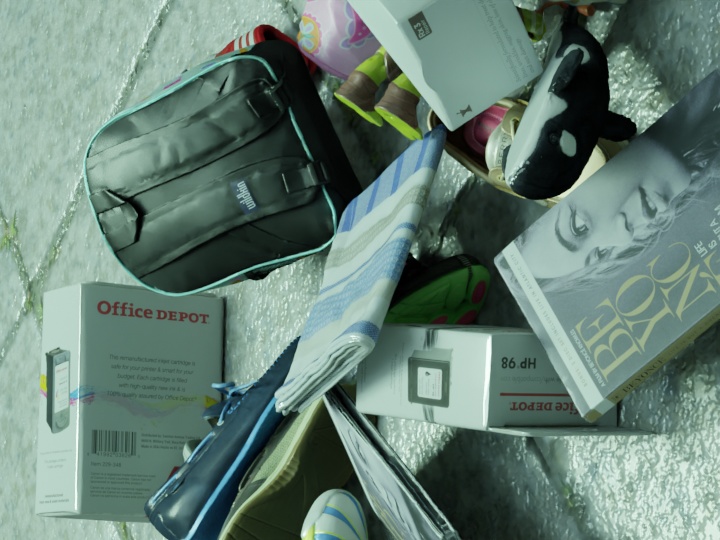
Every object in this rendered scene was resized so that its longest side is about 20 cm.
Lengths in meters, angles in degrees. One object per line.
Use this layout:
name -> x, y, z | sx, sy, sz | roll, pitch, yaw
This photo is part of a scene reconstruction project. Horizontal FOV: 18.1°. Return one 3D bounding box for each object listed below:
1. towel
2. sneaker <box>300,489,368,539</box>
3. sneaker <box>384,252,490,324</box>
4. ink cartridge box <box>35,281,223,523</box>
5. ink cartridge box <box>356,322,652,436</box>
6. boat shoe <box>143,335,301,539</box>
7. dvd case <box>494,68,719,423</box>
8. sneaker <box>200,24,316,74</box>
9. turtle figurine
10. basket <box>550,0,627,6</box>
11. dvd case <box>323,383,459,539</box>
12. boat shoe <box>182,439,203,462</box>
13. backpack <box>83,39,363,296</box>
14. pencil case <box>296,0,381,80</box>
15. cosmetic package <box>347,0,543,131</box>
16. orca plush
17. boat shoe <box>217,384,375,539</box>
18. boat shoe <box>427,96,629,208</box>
towel -> 0.000, 0.000, 1.634 | 0.147, 0.024, 0.200 | -42, 24, 55
sneaker -> 0.010, 0.265, 1.725 | 0.105, 0.076, 0.201 | -8, 78, 37
sneaker -> 0.022, 0.017, 1.724 | 0.200, 0.077, 0.084 | -22, 71, 52
ink cartridge box -> -0.201, 0.118, 1.978 | 0.086, 0.147, 0.201 | -14, 73, 53
ink cartridge box -> 0.099, 0.073, 1.562 | 0.200, 0.116, 0.067 | 3, 91, 56
boat shoe -> -0.104, 0.128, 1.822 | 0.069, 0.084, 0.200 | 30, 72, 26
dvd case -> 0.190, -0.017, 1.466 | 0.200, 0.016, 0.149 | -42, 49, 18
sneaker -> -0.088, -0.119, 1.911 | 0.115, 0.078, 0.201 | -38, 56, 49
turtle figurine -> 0.060, -0.176, 1.639 | 0.200, 0.064, 0.161 | 26, 80, 36
basket -> 0.131, -0.292, 1.553 | 0.200, 0.139, 0.177 | 53, 128, 35
dvd case -> 0.035, 0.179, 1.641 | 0.200, 0.016, 0.149 | 50, 167, 48
boat shoe -> -0.096, 0.214, 1.875 | 0.202, 0.074, 0.065 | 48, 119, 40
backpack -> -0.111, -0.076, 1.808 | 0.200, 0.153, 0.176 | -24, 97, 15
pencil case -> 0.017, -0.245, 1.769 | 0.087, 0.087, 0.200 | 47, 124, 48
cosmetic package -> 0.034, -0.202, 1.551 | 0.081, 0.113, 0.200 | -34, 47, -3
orca plush -> 0.147, -0.101, 1.517 | 0.105, 0.071, 0.200 | -60, 5, 23
boat shoe -> -0.060, 0.178, 1.793 | 0.201, 0.072, 0.066 | -58, 19, -8
boat shoe -> 0.116, -0.082, 1.604 | 0.200, 0.069, 0.074 | 24, 105, 55
